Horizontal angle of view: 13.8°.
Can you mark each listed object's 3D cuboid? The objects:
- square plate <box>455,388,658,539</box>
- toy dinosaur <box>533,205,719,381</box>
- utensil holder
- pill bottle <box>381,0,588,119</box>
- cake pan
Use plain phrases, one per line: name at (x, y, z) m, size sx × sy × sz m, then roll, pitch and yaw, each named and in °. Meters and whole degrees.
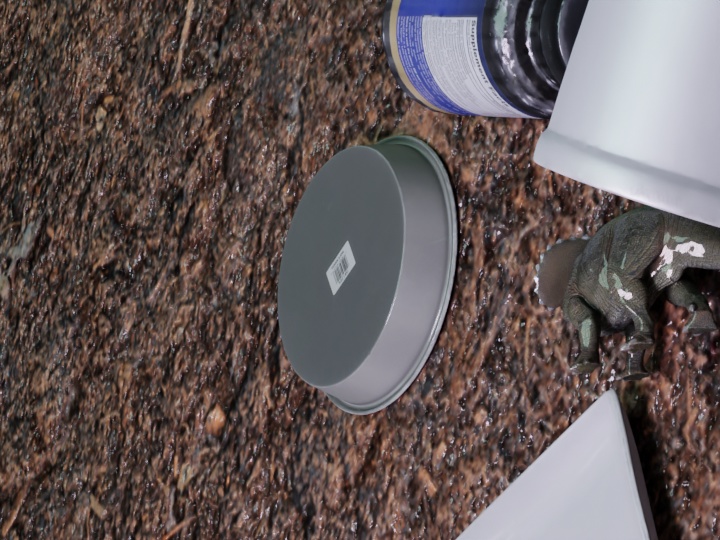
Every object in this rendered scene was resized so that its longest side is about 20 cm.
square plate at (0.128, 0.207, 1.812) m, size 0.200 × 0.028 × 0.199 m, roll -49°, pitch 41°, yaw 41°
toy dinosaur at (0.163, 0.003, 1.775) m, size 0.200 × 0.077 × 0.103 m, roll -40°, pitch 54°, yaw 51°
utensil holder at (0.206, -0.130, 1.660) m, size 0.170 × 0.170 × 0.201 m, roll 27°, pitch 101°, yaw 59°
pill bottle at (0.107, -0.152, 1.889) m, size 0.200 × 0.112 × 0.112 m, roll 7°, pitch 87°, yaw 60°
cake pan at (0.000, 0.000, 2.095) m, size 0.200 × 0.037 × 0.201 m, roll -28°, pitch 57°, yaw 53°
